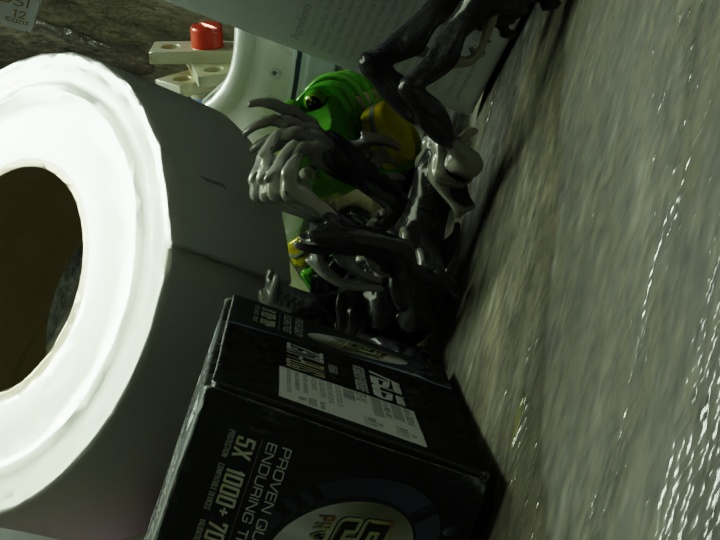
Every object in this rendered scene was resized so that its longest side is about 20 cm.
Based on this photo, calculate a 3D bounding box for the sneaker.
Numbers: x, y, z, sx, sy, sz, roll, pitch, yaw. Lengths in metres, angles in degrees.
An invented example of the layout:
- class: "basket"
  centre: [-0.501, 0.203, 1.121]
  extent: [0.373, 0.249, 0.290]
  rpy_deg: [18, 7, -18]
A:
- class: "sneaker"
  centre: [-0.054, -0.064, 1.098]
  extent: [0.073, 0.070, 0.201]
  rpy_deg: [-63, -15, -76]

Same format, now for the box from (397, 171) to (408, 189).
- class: "box"
  centre: [0.005, -0.078, 1.322]
  extent: [0.200, 0.049, 0.162]
  rpy_deg: [-77, 9, -55]

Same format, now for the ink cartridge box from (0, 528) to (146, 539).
- class: "ink cartridge box"
  centre: [-0.129, 0.151, 1.043]
  extent: [0.200, 0.144, 0.084]
  rpy_deg: [83, -160, -59]

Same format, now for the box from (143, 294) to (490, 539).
- class: "box"
  centre: [-0.032, 0.108, 0.676]
  extent: [0.200, 0.086, 0.165]
  rpy_deg: [-110, 39, -84]

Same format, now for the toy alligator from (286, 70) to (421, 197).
- class: "toy alligator"
  centre: [-0.014, -0.064, 0.992]
  extent: [0.059, 0.054, 0.200]
  rpy_deg: [-23, 0, 21]

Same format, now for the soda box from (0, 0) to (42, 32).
- class: "soda box"
  centre: [-0.139, -0.201, 0.912]
  extent: [0.068, 0.063, 0.201]
  rpy_deg: [118, 167, -51]

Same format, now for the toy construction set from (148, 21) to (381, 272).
- class: "toy construction set"
  centre: [-0.049, -0.053, 1.186]
  extent: [0.092, 0.130, 0.201]
  rpy_deg: [-57, -33, -47]

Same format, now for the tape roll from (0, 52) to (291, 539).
- class: "tape roll"
  centre: [-0.125, 0.012, 0.904]
  extent: [0.202, 0.071, 0.204]
  rpy_deg: [-17, 65, 38]

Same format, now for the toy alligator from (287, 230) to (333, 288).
- class: "toy alligator"
  centre: [0.000, 0.000, 1.022]
  extent: [0.054, 0.059, 0.200]
  rpy_deg: [-31, 2, -4]

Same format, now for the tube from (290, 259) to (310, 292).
- class: "tube"
  centre: [-0.033, 0.074, 1.019]
  extent: [0.200, 0.058, 0.052]
  rpy_deg: [111, 179, -56]

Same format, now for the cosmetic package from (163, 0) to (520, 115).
- class: "cosmetic package"
  centre: [-0.003, -0.212, 0.978]
  extent: [0.123, 0.199, 0.200]
  rpy_deg: [116, 172, -60]

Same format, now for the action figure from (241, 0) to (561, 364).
- class: "action figure"
  centre: [0.001, -0.036, 0.822]
  extent: [0.119, 0.102, 0.201]
  rpy_deg: [-137, 68, -73]
